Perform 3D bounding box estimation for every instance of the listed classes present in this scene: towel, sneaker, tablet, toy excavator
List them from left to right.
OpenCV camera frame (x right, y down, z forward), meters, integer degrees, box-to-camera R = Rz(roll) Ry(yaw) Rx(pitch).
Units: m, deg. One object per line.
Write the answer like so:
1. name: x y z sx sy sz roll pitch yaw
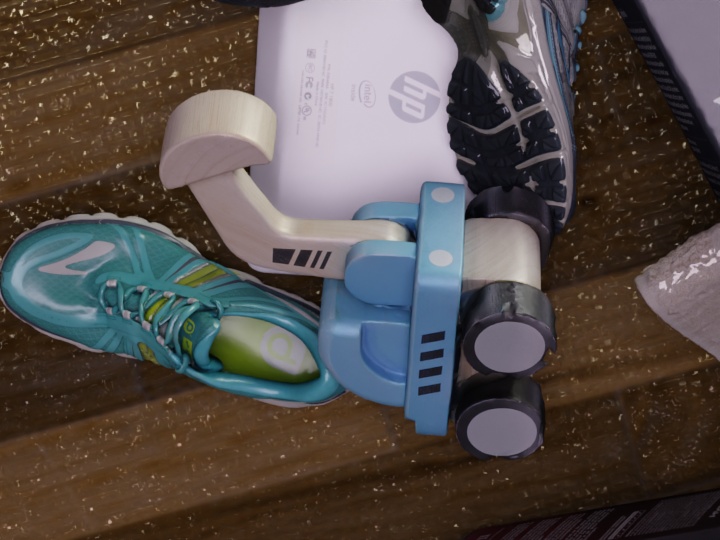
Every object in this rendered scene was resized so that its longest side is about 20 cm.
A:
1. sneaker: -0.095 0.022 1.394 0.200 0.080 0.078 16 96 -1
2. toy excavator: 0.000 0.000 1.338 0.200 0.100 0.195 2 133 0
3. tablet: 0.008 -0.095 1.415 0.130 0.014 0.200 4 96 0
4. sneaker: 0.092 -0.116 1.381 0.086 0.078 0.200 -31 118 -38
5. towel: 0.233 0.002 1.340 0.133 0.200 0.034 -37 57 14

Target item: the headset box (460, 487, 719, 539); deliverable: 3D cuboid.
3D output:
1. headset box: 0.133 0.204 1.382 0.200 0.075 0.149 -12 99 30

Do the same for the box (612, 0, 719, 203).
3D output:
1. box: 0.237 -0.154 1.356 0.197 0.117 0.200 -29 94 3

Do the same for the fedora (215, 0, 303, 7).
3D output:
1. fedora: -0.027 -0.223 1.352 0.200 0.092 0.201 -5 76 21
